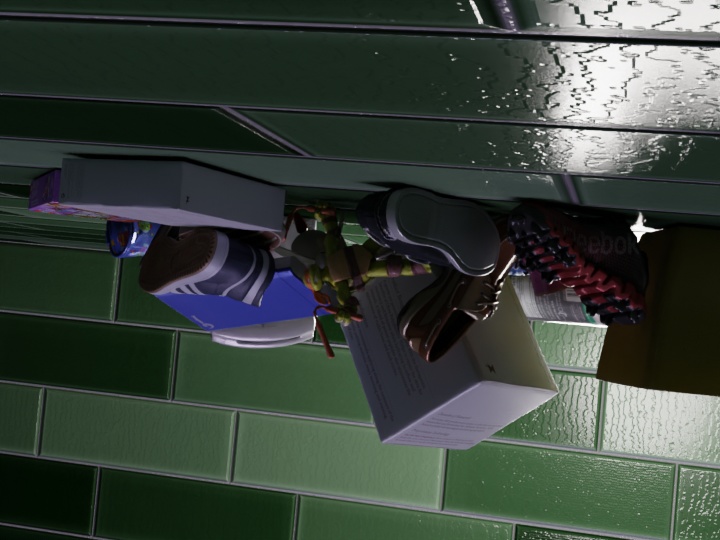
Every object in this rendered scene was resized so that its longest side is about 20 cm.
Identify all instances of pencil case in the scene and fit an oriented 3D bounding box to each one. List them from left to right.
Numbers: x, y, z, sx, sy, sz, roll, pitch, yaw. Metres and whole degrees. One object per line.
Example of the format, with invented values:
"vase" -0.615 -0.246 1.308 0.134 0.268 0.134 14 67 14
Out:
"pencil case" -0.309 -0.049 1.832 0.086 0.079 0.198 -26 157 38

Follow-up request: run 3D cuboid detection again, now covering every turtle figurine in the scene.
"turtle figurine" 0.000 0.000 1.334 0.159 0.202 0.065 -17 149 5

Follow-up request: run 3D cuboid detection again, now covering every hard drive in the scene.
"hard drive" -0.140 0.031 1.442 0.197 0.026 0.132 -9 152 26

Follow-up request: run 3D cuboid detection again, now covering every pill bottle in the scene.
"pill bottle" 0.260 0.014 1.597 0.198 0.115 0.112 4 178 39

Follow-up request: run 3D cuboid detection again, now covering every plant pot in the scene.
"plant pot" 0.392 0.048 1.306 0.196 0.180 0.200 6 177 -4

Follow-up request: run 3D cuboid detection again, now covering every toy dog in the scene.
"toy dog" -0.055 -0.035 1.494 0.131 0.098 0.199 -26 -176 -30

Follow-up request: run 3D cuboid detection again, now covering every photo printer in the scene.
"photo printer" -0.148 0.024 1.704 0.163 0.202 0.070 -2 142 -10

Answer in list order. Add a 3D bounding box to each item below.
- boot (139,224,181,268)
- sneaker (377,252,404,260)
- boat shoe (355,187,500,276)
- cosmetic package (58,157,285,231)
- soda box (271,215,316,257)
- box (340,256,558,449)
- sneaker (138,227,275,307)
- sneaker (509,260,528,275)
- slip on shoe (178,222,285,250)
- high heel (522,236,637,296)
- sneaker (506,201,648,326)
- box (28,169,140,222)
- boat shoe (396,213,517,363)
"boot" -0.195 -0.009 1.514 0.150 0.074 0.200 37 -165 0
"sneaker" 0.083 -0.011 1.566 0.074 0.083 0.200 -30 173 18
"boat shoe" 0.074 -0.043 1.208 0.060 0.077 0.199 3 164 40
"cosmetic package" -0.190 -0.077 1.204 0.149 0.053 0.199 6 179 26
"soda box" -0.163 -0.050 1.657 0.196 0.065 0.068 5 178 -4
"box" 0.111 0.102 1.491 0.171 0.201 0.199 -36 151 29
"sneaker" -0.177 0.003 1.356 0.107 0.071 0.199 20 163 -33
"sneaker" 0.166 -0.030 1.423 0.088 0.080 0.199 -9 177 33
"slip on shoe" -0.150 -0.062 1.377 0.075 0.061 0.199 27 164 -28
"high heel" 0.246 -0.043 1.300 0.067 0.098 0.199 -11 -172 42
"sneaker" 0.231 -0.026 1.208 0.199 0.099 0.070 33 158 -27
"box" -0.321 -0.087 1.410 0.135 0.040 0.199 7 177 -23
"boat shoe" 0.128 0.026 1.326 0.075 0.200 0.074 17 -149 -46
